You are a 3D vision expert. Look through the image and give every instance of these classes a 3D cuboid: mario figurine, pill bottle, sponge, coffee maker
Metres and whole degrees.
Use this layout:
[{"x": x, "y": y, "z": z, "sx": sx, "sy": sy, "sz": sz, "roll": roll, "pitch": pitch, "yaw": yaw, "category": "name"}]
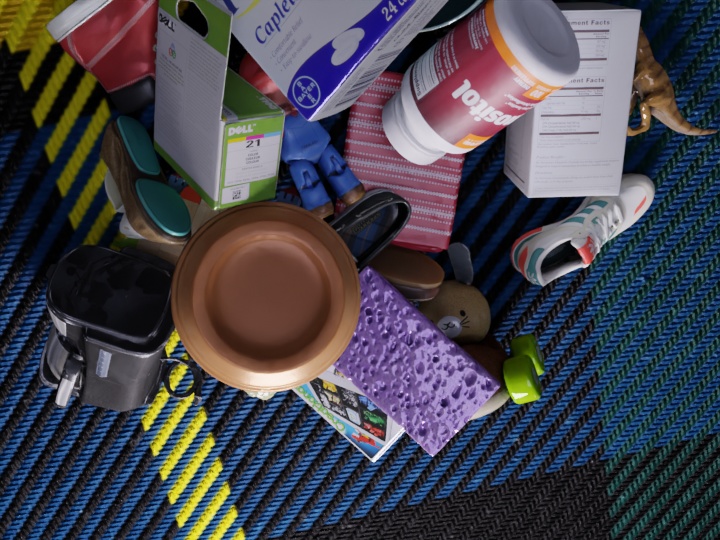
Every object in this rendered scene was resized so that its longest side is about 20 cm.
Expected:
[{"x": -0.072, "y": -0.157, "z": 0.906, "sx": 0.106, "sy": 0.123, "sz": 0.201, "roll": -19, "pitch": 100, "yaw": 38, "category": "mario figurine"}, {"x": 0.116, "y": -0.193, "z": 0.837, "sx": 0.113, "sy": 0.113, "sz": 0.200, "roll": 37, "pitch": 139, "yaw": -19, "category": "pill bottle"}, {"x": 0.045, "y": 0.100, "z": 0.904, "sx": 0.200, "sy": 0.030, "sz": 0.112, "roll": 42, "pitch": 99, "yaw": 4, "category": "sponge"}, {"x": -0.257, "y": 0.068, "z": 0.915, "sx": 0.191, "sy": 0.135, "sz": 0.200, "roll": 1, "pitch": 154, "yaw": -24, "category": "coffee maker"}]

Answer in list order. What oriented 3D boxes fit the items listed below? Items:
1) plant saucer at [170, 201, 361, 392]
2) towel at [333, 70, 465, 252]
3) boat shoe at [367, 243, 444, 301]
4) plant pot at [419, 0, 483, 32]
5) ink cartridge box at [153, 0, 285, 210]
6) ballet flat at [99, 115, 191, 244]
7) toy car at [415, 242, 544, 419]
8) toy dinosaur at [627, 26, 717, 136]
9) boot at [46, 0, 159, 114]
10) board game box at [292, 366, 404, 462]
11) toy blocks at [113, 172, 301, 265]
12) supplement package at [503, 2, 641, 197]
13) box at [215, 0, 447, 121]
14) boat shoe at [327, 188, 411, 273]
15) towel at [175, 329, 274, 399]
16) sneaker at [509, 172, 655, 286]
[{"x": -0.095, "y": 0.027, "z": 0.837, "sx": 0.199, "sy": 0.037, "sz": 0.201, "roll": 0, "pitch": 88, "yaw": -10, "category": "plant saucer"}, {"x": 0.050, "y": -0.127, "z": 0.952, "sx": 0.144, "sy": 0.022, "sz": 0.201, "roll": 8, "pitch": 98, "yaw": -9, "category": "towel"}, {"x": 0.000, "y": 0.000, "z": 0.980, "sx": 0.199, "sy": 0.070, "sz": 0.071, "roll": 17, "pitch": 126, "yaw": 9, "category": "boat shoe"}, {"x": 0.074, "y": -0.349, "z": 0.805, "sx": 0.199, "sy": 0.135, "sz": 0.201, "roll": 11, "pitch": 116, "yaw": 23, "category": "plant pot"}, {"x": -0.143, "y": -0.185, "z": 0.817, "sx": 0.076, "sy": 0.148, "sz": 0.201, "roll": -15, "pitch": 132, "yaw": -35, "category": "ink cartridge box"}, {"x": -0.240, "y": -0.082, "z": 0.875, "sx": 0.068, "sy": 0.200, "sz": 0.072, "roll": 10, "pitch": 129, "yaw": -50, "category": "ballet flat"}, {"x": 0.116, "y": 0.071, "z": 1.003, "sx": 0.164, "sy": 0.158, "sz": 0.201, "roll": -19, "pitch": 98, "yaw": 19, "category": "toy car"}, {"x": 0.348, "y": -0.202, "z": 0.957, "sx": 0.106, "sy": 0.060, "sz": 0.200, "roll": -38, "pitch": 112, "yaw": 7, "category": "toy dinosaur"}, {"x": -0.209, "y": -0.260, "z": 0.859, "sx": 0.200, "sy": 0.072, "sz": 0.144, "roll": -33, "pitch": 114, "yaw": 14, "category": "boot"}, {"x": -0.019, "y": 0.118, "z": 0.964, "sx": 0.200, "sy": 0.035, "sz": 0.126, "roll": 42, "pitch": 116, "yaw": 4, "category": "board game box"}, {"x": -0.159, "y": -0.056, "z": 0.925, "sx": 0.199, "sy": 0.100, "sz": 0.137, "roll": 19, "pitch": 84, "yaw": 3, "category": "toy blocks"}, {"x": 0.233, "y": -0.195, "z": 0.915, "sx": 0.109, "sy": 0.114, "sz": 0.201, "roll": -2, "pitch": 113, "yaw": -5, "category": "supplement package"}, {"x": -0.038, "y": -0.278, "z": 0.751, "sx": 0.200, "sy": 0.105, "sz": 0.184, "roll": 49, "pitch": 124, "yaw": 2, "category": "box"}, {"x": -0.025, "y": -0.019, "z": 0.898, "sx": 0.200, "sy": 0.057, "sz": 0.069, "roll": -44, "pitch": 115, "yaw": -12, "category": "boat shoe"}, {"x": -0.144, "y": 0.060, "z": 1.016, "sx": 0.148, "sy": 0.037, "sz": 0.200, "roll": -43, "pitch": 109, "yaw": 10, "category": "towel"}, {"x": 0.284, "y": -0.043, "z": 0.996, "sx": 0.199, "sy": 0.093, "sz": 0.070, "roll": -31, "pitch": 113, "yaw": 6, "category": "sneaker"}]
